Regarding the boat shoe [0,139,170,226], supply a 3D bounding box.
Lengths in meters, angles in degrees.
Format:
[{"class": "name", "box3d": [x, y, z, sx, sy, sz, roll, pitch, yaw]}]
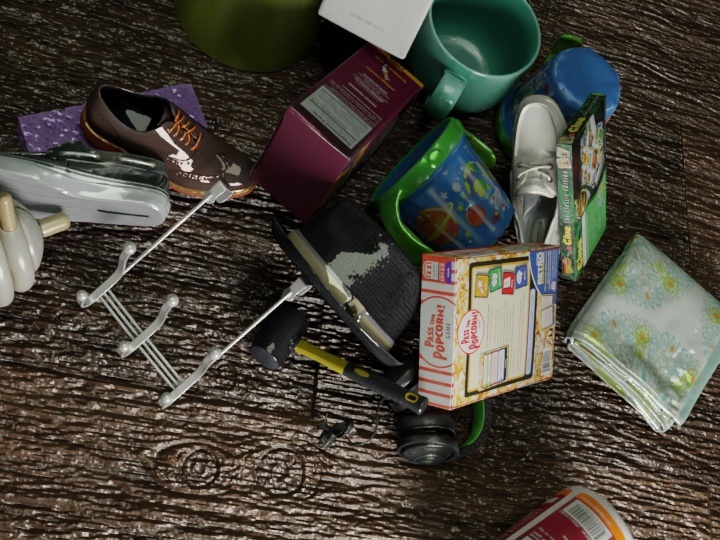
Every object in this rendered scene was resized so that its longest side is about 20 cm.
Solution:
[{"class": "boat shoe", "box3d": [-0.290, -0.094, 0.954, 0.197, 0.072, 0.072, 11, 58, -20]}]

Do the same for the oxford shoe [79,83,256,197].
[{"class": "oxford shoe", "box3d": [-0.195, -0.134, 0.995, 0.197, 0.072, 0.072, 20, 65, -19]}]

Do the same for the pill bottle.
[{"class": "pill bottle", "box3d": [0.174, 0.313, 0.952, 0.198, 0.113, 0.114, -26, 78, -26]}]

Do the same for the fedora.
[{"class": "fedora", "box3d": [0.000, 0.000, 0.974, 0.091, 0.201, 0.201, -41, 85, 0]}]

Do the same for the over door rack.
[{"class": "over door rack", "box3d": [-0.168, 0.018, 0.957, 0.199, 0.067, 0.148, -40, 85, -13]}]

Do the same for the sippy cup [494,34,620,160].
[{"class": "sippy cup", "box3d": [0.255, -0.206, 1.190, 0.138, 0.130, 0.180, -20, 75, -26]}]

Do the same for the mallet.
[{"class": "mallet", "box3d": [-0.026, 0.105, 0.967, 0.198, 0.041, 0.066, 30, 61, 26]}]

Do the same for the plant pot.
[{"class": "plant pot", "box3d": [-0.109, -0.365, 1.086, 0.184, 0.200, 0.190, 7, 66, -17]}]

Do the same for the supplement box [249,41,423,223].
[{"class": "supplement box", "box3d": [-0.024, -0.157, 1.050, 0.085, 0.111, 0.200, 39, 43, 1]}]

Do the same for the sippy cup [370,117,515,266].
[{"class": "sippy cup", "box3d": [0.101, -0.080, 1.081, 0.130, 0.140, 0.178, 43, 84, -10]}]

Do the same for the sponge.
[{"class": "sponge", "box3d": [-0.260, -0.133, 1.031, 0.198, 0.030, 0.113, -17, 76, -26]}]

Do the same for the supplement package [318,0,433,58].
[{"class": "supplement package", "box3d": [0.026, -0.336, 1.115, 0.112, 0.111, 0.200, 26, 19, -8]}]

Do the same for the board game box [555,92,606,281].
[{"class": "board game box", "box3d": [0.263, -0.096, 1.117, 0.023, 0.202, 0.105, 14, 47, 28]}]

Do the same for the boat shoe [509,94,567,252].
[{"class": "boat shoe", "box3d": [0.210, -0.102, 1.109, 0.069, 0.070, 0.204, -32, 118, -64]}]

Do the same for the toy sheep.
[{"class": "toy sheep", "box3d": [-0.369, -0.020, 0.886, 0.198, 0.138, 0.140, -18, 75, -24]}]

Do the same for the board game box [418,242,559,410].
[{"class": "board game box", "box3d": [0.141, 0.053, 1.006, 0.198, 0.046, 0.154, -6, 100, -48]}]

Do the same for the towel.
[{"class": "towel", "box3d": [0.358, 0.074, 1.156, 0.171, 0.048, 0.200, 42, 61, 0]}]

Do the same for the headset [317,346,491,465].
[{"class": "headset", "box3d": [0.051, 0.153, 1.012, 0.198, 0.094, 0.125, -8, 71, -39]}]

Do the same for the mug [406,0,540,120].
[{"class": "mug", "box3d": [0.121, -0.270, 1.177, 0.183, 0.114, 0.153, -25, 78, -26]}]
